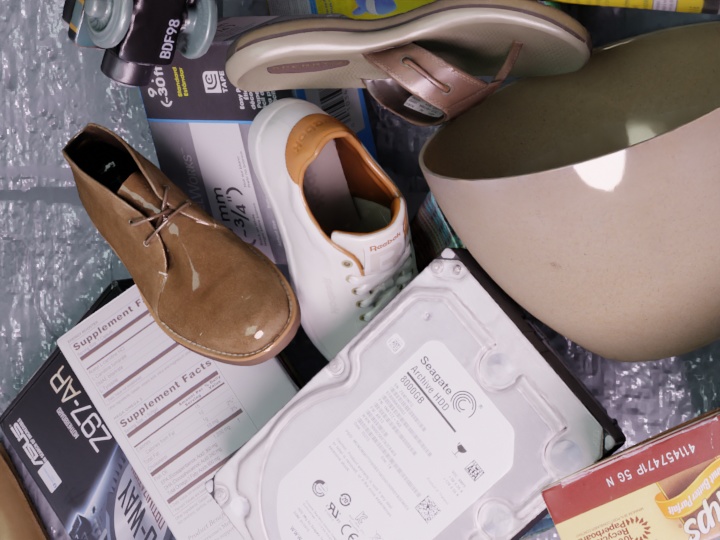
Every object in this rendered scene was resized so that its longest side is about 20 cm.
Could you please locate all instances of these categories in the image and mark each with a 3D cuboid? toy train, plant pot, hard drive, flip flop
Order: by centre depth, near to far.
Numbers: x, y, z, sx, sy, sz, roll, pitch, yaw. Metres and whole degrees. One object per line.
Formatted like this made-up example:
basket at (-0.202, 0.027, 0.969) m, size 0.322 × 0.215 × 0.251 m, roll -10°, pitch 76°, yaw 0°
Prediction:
plant pot at (0.147, -0.032, 0.897) m, size 0.200 × 0.200 × 0.135 m, roll -10°, pitch 112°, yaw 34°
hard drive at (0.026, 0.104, 0.917) m, size 0.200 × 0.038 × 0.140 m, roll -44°, pitch 75°, yaw 16°
flip flop at (0.026, -0.107, 0.924) m, size 0.199 × 0.081 × 0.058 m, roll -4°, pitch 72°, yaw 2°
toy train at (-0.121, -0.210, 0.981) m, size 0.114 × 0.085 × 0.201 m, roll 42°, pitch 122°, yaw 46°

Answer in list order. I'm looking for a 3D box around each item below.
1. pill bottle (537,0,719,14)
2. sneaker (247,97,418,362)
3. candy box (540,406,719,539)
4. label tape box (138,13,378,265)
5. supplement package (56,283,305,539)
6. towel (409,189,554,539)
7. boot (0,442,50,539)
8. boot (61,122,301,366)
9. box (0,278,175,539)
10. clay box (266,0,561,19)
pill bottle at (0.109, -0.197, 0.899) m, size 0.199 × 0.111 × 0.112 m, roll 5°, pitch 98°, yaw 9°
sneaker at (0.000, 0.000, 0.969) m, size 0.085 × 0.073 × 0.200 m, roll 26°, pitch 147°, yaw 58°
candy box at (0.189, 0.095, 0.857) m, size 0.115 × 0.200 × 0.055 m, roll -28°, pitch 80°, yaw 32°
label tape box at (-0.086, -0.082, 1.068) m, size 0.200 × 0.063 × 0.145 m, roll 5°, pitch 116°, yaw 40°
supplement package at (-0.080, 0.103, 1.054) m, size 0.109 × 0.114 × 0.200 m, roll -35°, pitch 71°, yaw 0°
towel at (0.072, 0.058, 0.988) m, size 0.147 × 0.022 × 0.200 m, roll 120°, pitch 127°, yaw -73°
boot at (-0.276, 0.251, 1.268) m, size 0.175 × 0.066 × 0.200 m, roll -44°, pitch 71°, yaw 15°
boot at (-0.113, -0.017, 0.996) m, size 0.074 × 0.076 × 0.200 m, roll -43°, pitch 54°, yaw -9°
box at (-0.148, 0.130, 1.180) m, size 0.160 × 0.043 × 0.200 m, roll -46°, pitch 70°, yaw 27°
clay box at (0.033, -0.178, 1.027) m, size 0.200 × 0.048 × 0.115 m, roll -10°, pitch 91°, yaw 34°
